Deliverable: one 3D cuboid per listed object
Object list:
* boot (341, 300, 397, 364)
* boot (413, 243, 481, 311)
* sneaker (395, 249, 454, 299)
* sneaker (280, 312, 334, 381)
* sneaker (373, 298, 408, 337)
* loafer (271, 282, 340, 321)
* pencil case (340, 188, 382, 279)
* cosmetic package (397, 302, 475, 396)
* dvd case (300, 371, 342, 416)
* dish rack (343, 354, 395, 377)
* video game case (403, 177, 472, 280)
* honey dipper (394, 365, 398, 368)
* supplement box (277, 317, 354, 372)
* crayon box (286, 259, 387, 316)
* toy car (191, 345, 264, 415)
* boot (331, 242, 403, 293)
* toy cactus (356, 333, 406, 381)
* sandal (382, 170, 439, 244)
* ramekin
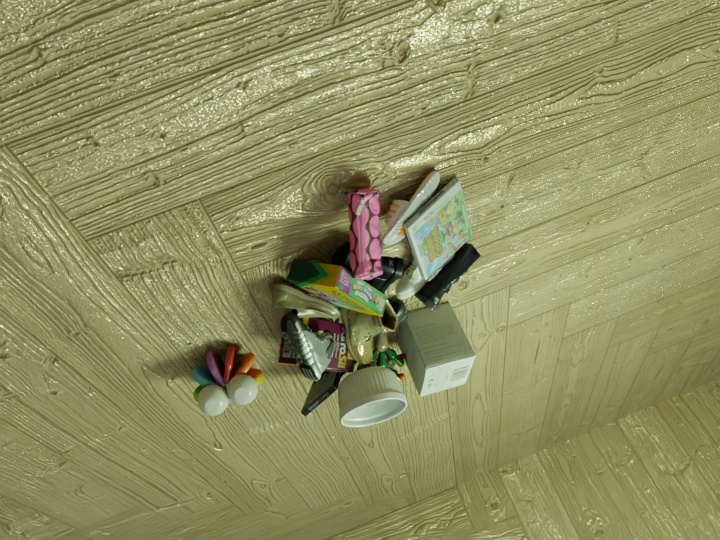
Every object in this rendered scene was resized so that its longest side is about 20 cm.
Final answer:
[{"bbox_3d":[0.033,0.165,1.517,0.072,0.153,0.205,-24,107,-44],"label":"boot"},{"bbox_3d":[0.228,0.005,1.559,0.065,0.165,0.201,37,91,-22],"label":"boot"},{"bbox_3d":[0.147,-0.019,1.507,0.200,0.074,0.115,-44,136,10],"label":"sneaker"},{"bbox_3d":[-0.127,0.170,1.442,0.115,0.074,0.204,-42,125,-39],"label":"sneaker"},{"bbox_3d":[0.056,0.164,1.664,0.198,0.076,0.079,-32,143,11],"label":"sneaker"},{"bbox_3d":[-0.144,0.094,1.449,0.197,0.069,0.076,24,170,-20],"label":"loafer"},{"bbox_3d":[0.008,-0.079,1.269,0.088,0.094,0.205,-5,97,-4],"label":"pencil case"},{"bbox_3d":[0.227,0.241,1.736,0.162,0.202,0.169,-12,141,-13],"label":"cosmetic package"},{"bbox_3d":[-0.102,0.329,1.695,0.025,0.201,0.150,41,116,-10],"label":"dvd case"},{"bbox_3d":[0.018,0.313,1.812,0.198,0.055,0.153,30,117,-33],"label":"dish rack"},{"bbox_3d":[0.198,-0.099,1.405,0.182,0.022,0.202,-42,139,-14],"label":"video game case"},{"bbox_3d":[0.042,0.347,1.900,0.197,0.038,0.038,-28,142,8],"label":"honey dipper"},{"bbox_3d":[-0.115,0.205,1.557,0.197,0.134,0.102,15,166,-39],"label":"supplement box"},{"bbox_3d":[-0.055,0.045,1.401,0.199,0.170,0.059,34,72,-45],"label":"crayon box"},{"bbox_3d":[-0.370,0.285,1.546,0.196,0.175,0.153,-19,107,-4],"label":"toy car"},{"bbox_3d":[0.000,0.000,1.450,0.164,0.078,0.200,16,153,-16],"label":"boot"},{"bbox_3d":[0.065,0.262,1.717,0.196,0.170,0.102,-2,-179,-31],"label":"toy cactus"},{"bbox_3d":[0.110,-0.155,1.344,0.208,0.059,0.079,-54,153,5],"label":"sandal"},{"bbox_3d":[0.027,0.354,1.599,0.195,0.107,0.202,-12,149,-7],"label":"ramekin"}]
